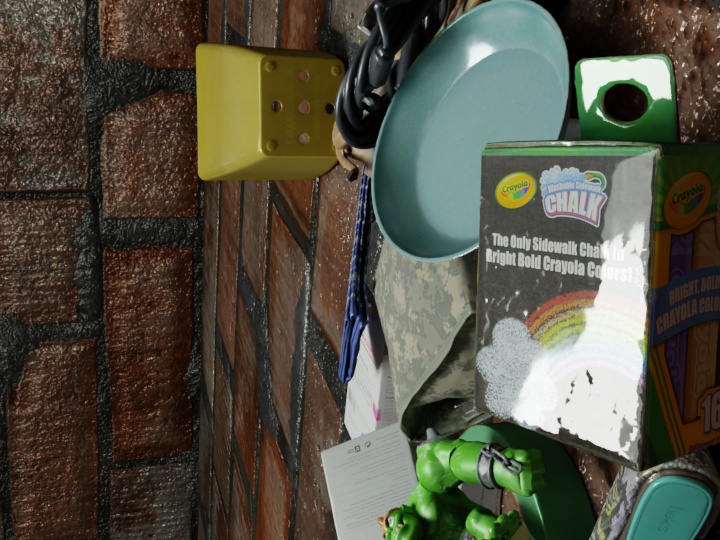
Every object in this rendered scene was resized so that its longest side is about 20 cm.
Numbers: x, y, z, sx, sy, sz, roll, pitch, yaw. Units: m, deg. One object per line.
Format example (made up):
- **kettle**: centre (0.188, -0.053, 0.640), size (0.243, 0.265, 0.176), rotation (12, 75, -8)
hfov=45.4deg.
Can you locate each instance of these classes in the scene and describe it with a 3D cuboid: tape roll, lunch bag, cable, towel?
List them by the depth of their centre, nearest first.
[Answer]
- **tape roll**: centre (0.131, 0.232, 0.732), size (0.200, 0.047, 0.206), rotation (178, 90, -73)
- **cable**: centre (0.042, -0.194, 0.746), size (0.201, 0.050, 0.165), rotation (-56, -14, -42)
- **lunch bag**: centre (0.079, 0.032, 0.750), size (0.201, 0.115, 0.167), rotation (120, 147, -45)
- **towel**: centre (0.000, 0.000, 0.907), size (0.146, 0.023, 0.204), rotation (99, 177, -58)

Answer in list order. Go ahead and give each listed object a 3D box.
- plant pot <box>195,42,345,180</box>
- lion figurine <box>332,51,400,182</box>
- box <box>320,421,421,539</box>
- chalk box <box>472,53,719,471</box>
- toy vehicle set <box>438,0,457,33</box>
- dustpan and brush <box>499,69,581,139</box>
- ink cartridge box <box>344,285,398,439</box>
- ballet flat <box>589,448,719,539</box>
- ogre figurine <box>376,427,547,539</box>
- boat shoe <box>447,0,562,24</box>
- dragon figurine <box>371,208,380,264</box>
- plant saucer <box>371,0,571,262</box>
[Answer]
- **plant pot**: centre (-0.118, -0.234, 1.265), size (0.175, 0.196, 0.205), rotation (12, 103, 59)
- **lion figurine**: centre (0.014, -0.176, 0.893), size (0.202, 0.072, 0.122), rotation (-55, 32, -14)
- **box**: centre (0.041, 0.278, 0.865), size (0.125, 0.096, 0.203), rotation (57, -165, -54)
- **chalk box**: centre (0.148, -0.014, 0.482), size (0.124, 0.122, 0.205), rotation (12, 102, 52)
- **toy vehicle set**: centre (0.090, -0.326, 0.831), size (0.202, 0.026, 0.126), rotation (105, 156, -42)
- **dustpan and brush**: centre (0.147, -0.073, 0.623), size (0.141, 0.056, 0.203), rotation (112, 153, -51)
- **ink cartridge box**: centre (0.033, 0.119, 0.993), size (0.115, 0.066, 0.204), rotation (-124, 36, -60)
- **ballet flat**: centre (0.181, 0.180, 0.562), size (0.073, 0.070, 0.204), rotation (-115, 29, -50)
- **ogre figurine**: centre (0.080, 0.216, 0.676), size (0.119, 0.097, 0.204), rotation (27, 134, 50)
- **boat shoe**: centre (0.113, -0.230, 0.708), size (0.200, 0.070, 0.074), rotation (123, 143, -73)
- **dragon figurine**: centre (0.055, -0.008, 0.924), size (0.100, 0.057, 0.204), rotation (126, 139, -63)
- **plant saucer**: centre (0.084, -0.099, 0.637), size (0.198, 0.035, 0.204), rotation (-27, 53, 43)
